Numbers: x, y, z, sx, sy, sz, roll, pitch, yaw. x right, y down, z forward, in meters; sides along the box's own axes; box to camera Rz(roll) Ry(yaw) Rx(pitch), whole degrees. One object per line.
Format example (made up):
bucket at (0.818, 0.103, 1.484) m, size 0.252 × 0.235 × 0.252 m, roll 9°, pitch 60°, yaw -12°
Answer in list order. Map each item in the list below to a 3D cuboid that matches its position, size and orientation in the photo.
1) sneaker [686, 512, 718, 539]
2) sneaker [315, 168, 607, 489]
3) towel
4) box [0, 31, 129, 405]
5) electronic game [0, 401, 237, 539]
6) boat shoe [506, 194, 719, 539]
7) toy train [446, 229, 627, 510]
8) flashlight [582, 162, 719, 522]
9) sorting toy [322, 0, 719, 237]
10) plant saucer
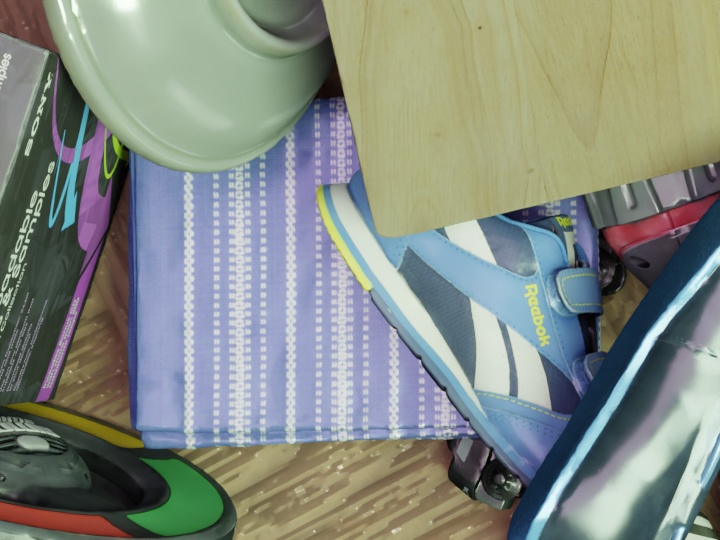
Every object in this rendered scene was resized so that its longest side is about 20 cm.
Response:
sneaker at (0.070, 0.158, 1.079) m, size 0.200 × 0.076 × 0.116 m, roll -26°, pitch 59°, yaw 18°
sneaker at (0.067, 0.026, 1.017) m, size 0.082 × 0.074 × 0.200 m, roll -37°, pitch 84°, yaw 1°
towel at (0.000, 0.000, 1.075) m, size 0.199 × 0.024 × 0.145 m, roll -2°, pitch 87°, yaw 7°
box at (-0.137, -0.016, 1.034) m, size 0.036 × 0.200 × 0.143 m, roll 18°, pitch 91°, yaw 8°
electronic game at (-0.146, 0.079, 1.034) m, size 0.200 × 0.200 × 0.042 m, roll 17°, pitch 99°, yaw 8°
boat shoe at (0.131, 0.039, 0.963) m, size 0.069 × 0.084 × 0.200 m, roll 34°, pitch 91°, yaw -4°
toy train at (0.085, 0.004, 1.089) m, size 0.046 × 0.034 × 0.200 m, roll 24°, pitch 93°, yaw 19°
flashlight at (0.148, 0.037, 1.039) m, size 0.068 × 0.068 × 0.200 m, roll -22°, pitch 94°, yaw -30°
sorting toy at (0.082, -0.124, 0.937) m, size 0.198 × 0.200 × 0.070 m, roll -13°, pitch 46°, yaw 0°
plant saucer at (-0.044, -0.137, 0.998) m, size 0.050 × 0.200 × 0.201 m, roll 4°, pitch 89°, yaw 34°
